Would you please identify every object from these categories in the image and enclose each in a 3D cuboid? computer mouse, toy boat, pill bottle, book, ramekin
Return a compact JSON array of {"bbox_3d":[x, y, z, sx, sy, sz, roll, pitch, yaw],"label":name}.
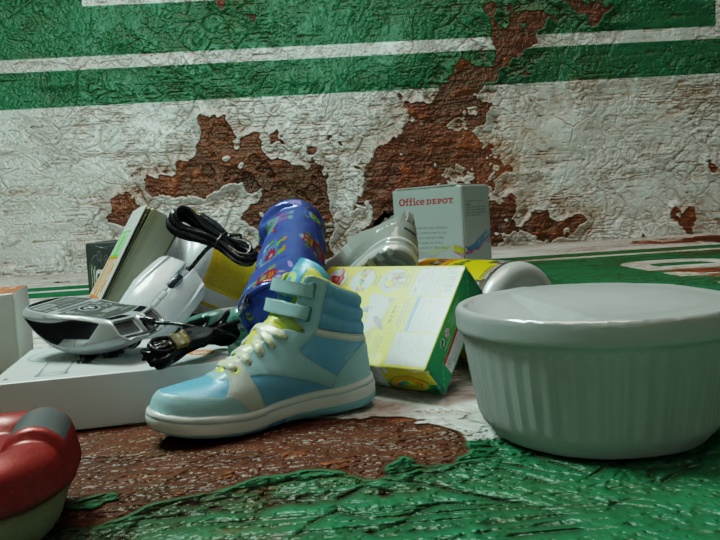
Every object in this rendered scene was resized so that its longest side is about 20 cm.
[{"bbox_3d":[-0.210,0.026,0.778,0.109,0.201,0.044,36,-17,-5],"label":"computer mouse"},{"bbox_3d":[-0.219,0.058,0.650,0.198,0.044,0.110,5,13,21],"label":"computer mouse"},{"bbox_3d":[-0.258,0.086,0.375,0.198,0.132,0.130,-5,4,-17],"label":"toy boat"},{"bbox_3d":[-0.202,0.008,0.967,0.199,0.113,0.112,28,-15,-34],"label":"pill bottle"},{"bbox_3d":[-0.296,0.023,0.854,0.048,0.202,0.133,30,-12,-26],"label":"book"},{"bbox_3d":[0.172,0.067,0.522,0.200,0.095,0.202,-3,5,0],"label":"ramekin"},{"bbox_3d":[0.108,0.042,0.777,0.108,0.111,0.199,-7,5,-34],"label":"pill bottle"}]

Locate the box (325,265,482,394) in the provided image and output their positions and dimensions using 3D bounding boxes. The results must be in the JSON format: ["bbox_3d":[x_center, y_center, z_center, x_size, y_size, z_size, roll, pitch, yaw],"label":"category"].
[{"bbox_3d":[0.011,0.054,0.702,0.199,0.118,0.048,2,-36,39],"label":"box"}]

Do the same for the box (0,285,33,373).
[{"bbox_3d":[-0.519,0.078,0.868,0.198,0.099,0.124,-5,5,-18],"label":"box"}]

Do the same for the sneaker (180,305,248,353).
[{"bbox_3d":[-0.101,0.064,0.854,0.198,0.079,0.140,-1,6,20],"label":"sneaker"}]

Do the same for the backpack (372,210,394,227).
[{"bbox_3d":[0.109,-0.107,2.360,0.125,0.169,0.200,4,13,20],"label":"backpack"}]

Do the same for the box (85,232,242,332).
[{"bbox_3d":[-0.286,0.023,1.056,0.124,0.150,0.199,2,7,45],"label":"box"}]

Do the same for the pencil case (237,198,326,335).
[{"bbox_3d":[-0.076,0.001,0.726,0.087,0.078,0.201,-36,23,17],"label":"pencil case"}]

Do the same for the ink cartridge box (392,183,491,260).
[{"bbox_3d":[0.136,-0.037,1.160,0.145,0.202,0.082,2,7,44],"label":"ink cartridge box"}]

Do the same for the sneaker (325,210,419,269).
[{"bbox_3d":[0.000,0.000,0.825,0.075,0.083,0.199,39,-44,-25],"label":"sneaker"}]

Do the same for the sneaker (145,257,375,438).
[{"bbox_3d":[-0.081,0.058,0.584,0.198,0.132,0.079,-6,8,-32],"label":"sneaker"}]

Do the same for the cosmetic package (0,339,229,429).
[{"bbox_3d":[-0.222,0.102,0.665,0.198,0.052,0.151,-4,8,-13],"label":"cosmetic package"}]
